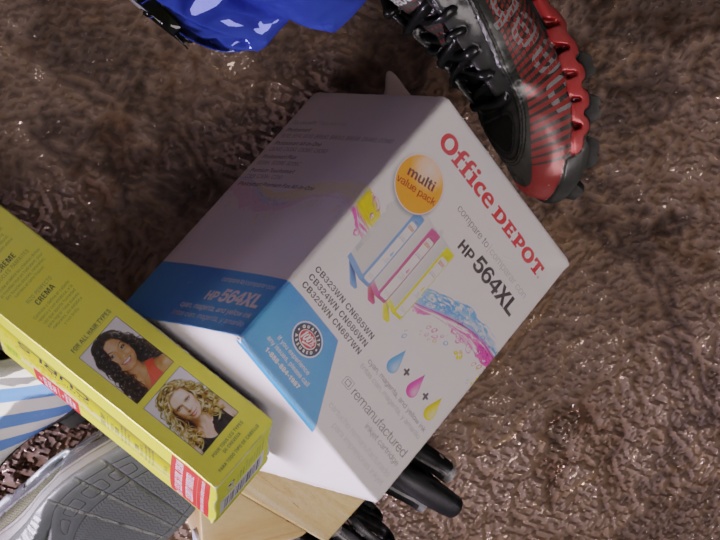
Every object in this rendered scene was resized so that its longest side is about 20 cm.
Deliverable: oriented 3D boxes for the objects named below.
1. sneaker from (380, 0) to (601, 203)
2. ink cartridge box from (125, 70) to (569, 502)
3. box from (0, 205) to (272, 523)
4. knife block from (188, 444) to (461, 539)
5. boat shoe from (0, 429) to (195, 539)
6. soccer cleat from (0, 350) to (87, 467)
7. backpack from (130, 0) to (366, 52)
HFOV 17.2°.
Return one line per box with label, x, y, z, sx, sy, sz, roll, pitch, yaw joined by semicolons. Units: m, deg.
sneaker;0.059;-0.127;1.228;0.098;0.071;0.201;-15;89;-28
ink cartridge box;0.000;0.000;1.265;0.200;0.125;0.129;-50;119;-20
box;-0.137;0.044;1.234;0.050;0.200;0.075;-50;172;-19
knife block;-0.021;0.095;1.394;0.175;0.064;0.201;-12;125;-15
boat shoe;-0.155;0.128;1.330;0.074;0.065;0.202;29;128;-28
soccer cleat;-0.222;0.081;1.317;0.200;0.070;0.086;-41;117;1
backpack;-0.080;-0.209;1.117;0.200;0.163;0.168;32;109;-36
